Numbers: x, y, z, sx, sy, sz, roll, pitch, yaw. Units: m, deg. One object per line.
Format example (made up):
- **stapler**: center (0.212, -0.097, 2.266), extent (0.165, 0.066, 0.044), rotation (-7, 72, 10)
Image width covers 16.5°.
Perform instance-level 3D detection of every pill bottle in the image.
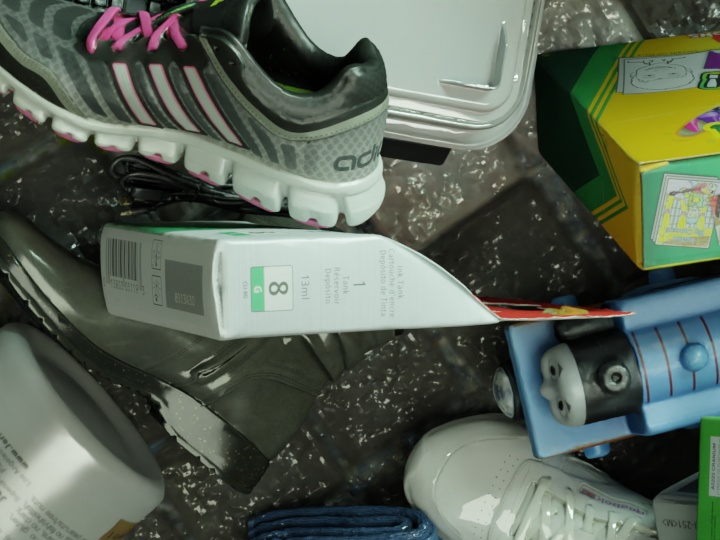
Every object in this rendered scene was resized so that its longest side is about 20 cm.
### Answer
- **pill bottle**: center (-0.201, 0.129, 1.187), extent (0.200, 0.114, 0.114), rotation (-41, 113, 5)

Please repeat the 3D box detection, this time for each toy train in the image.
- **toy train**: center (0.167, 0.038, 1.225), extent (0.199, 0.114, 0.087), rotation (-12, 88, -9)

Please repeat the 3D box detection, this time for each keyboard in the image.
- **keyboard**: center (-0.052, -0.079, 1.160), extent (0.199, 0.021, 0.127), rotation (8, 72, -15)

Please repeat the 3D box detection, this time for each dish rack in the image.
- **dish rack**: center (0.015, -0.164, 1.139), extent (0.171, 0.044, 0.201), rotation (9, 90, -14)

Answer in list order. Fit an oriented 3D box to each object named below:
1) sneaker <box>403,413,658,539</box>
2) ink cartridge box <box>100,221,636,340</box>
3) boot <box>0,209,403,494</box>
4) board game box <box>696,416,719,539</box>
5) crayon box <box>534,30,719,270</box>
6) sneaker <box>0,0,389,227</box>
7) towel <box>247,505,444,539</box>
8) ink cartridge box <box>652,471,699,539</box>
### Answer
- **sneaker**: center (0.117, 0.129, 1.261), extent (0.200, 0.100, 0.075), rotation (25, 85, -22)
- **ink cartridge box**: center (0.000, 0.000, 1.122), extent (0.199, 0.161, 0.050), rotation (-4, 95, -23)
- **boot**: center (-0.082, 0.004, 1.205), extent (0.200, 0.068, 0.131), rotation (42, 86, -23)
- **board game box**: center (0.240, 0.146, 1.210), extent (0.200, 0.040, 0.154), rotation (3, 89, -44)
- **crayon box**: center (0.200, -0.067, 1.171), extent (0.199, 0.173, 0.058), rotation (-8, 111, -9)
- **sneaker**: center (-0.074, -0.093, 1.078), extent (0.199, 0.074, 0.088), rotation (22, 122, 4)
- **towel**: center (0.011, 0.216, 1.281), extent (0.111, 0.049, 0.201), rotation (-4, 111, 23)
- **ink cartridge box**: center (0.235, 0.166, 1.264), extent (0.200, 0.043, 0.174), rotation (-21, 105, -42)
